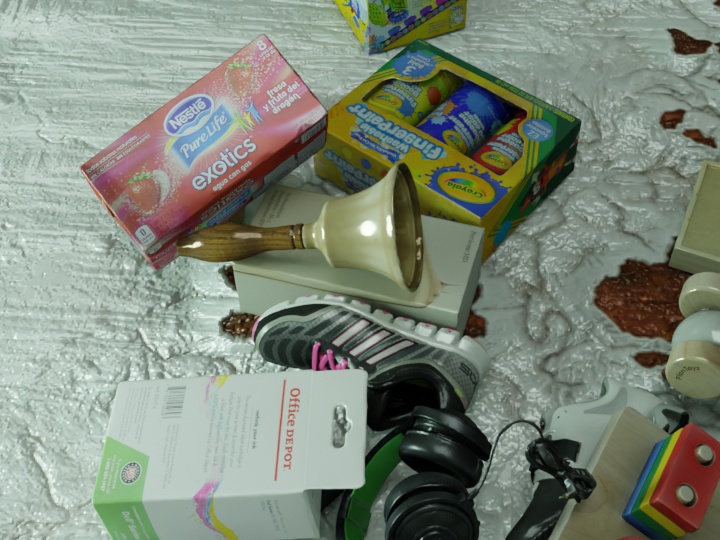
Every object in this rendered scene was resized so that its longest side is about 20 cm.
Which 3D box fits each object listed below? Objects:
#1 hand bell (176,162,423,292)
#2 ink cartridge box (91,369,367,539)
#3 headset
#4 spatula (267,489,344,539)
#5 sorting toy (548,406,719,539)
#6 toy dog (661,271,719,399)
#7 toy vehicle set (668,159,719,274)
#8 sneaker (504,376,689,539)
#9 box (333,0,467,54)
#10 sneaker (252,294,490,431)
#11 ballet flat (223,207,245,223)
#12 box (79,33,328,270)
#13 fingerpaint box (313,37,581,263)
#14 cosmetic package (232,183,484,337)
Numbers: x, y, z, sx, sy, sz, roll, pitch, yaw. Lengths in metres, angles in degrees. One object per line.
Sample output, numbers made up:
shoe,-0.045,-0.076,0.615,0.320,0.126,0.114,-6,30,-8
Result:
hand bell,-0.056,-0.026,0.943,0.199,0.104,0.104,-5,49,15
ink cartridge box,-0.090,0.142,0.873,0.199,0.067,0.117,-4,45,7
headset,0.066,0.160,0.823,0.094,0.200,0.124,36,46,-23
spatula,-0.061,0.205,0.868,0.056,0.021,0.200,31,57,26
sorting toy,0.231,0.216,0.774,0.200,0.070,0.199,37,57,0
toy dog,0.323,0.094,0.927,0.200,0.096,0.132,44,59,14
toy vehicle set,0.395,-0.026,1.048,0.199,0.027,0.124,19,53,16
sneaker,0.159,0.154,0.879,0.088,0.074,0.200,33,50,31
box,0.023,-0.381,1.244,0.122,0.193,0.200,-18,52,-14
sneaker,0.003,0.081,0.935,0.199,0.074,0.088,13,45,6
ballet flat,-0.146,-0.104,1.098,0.070,0.065,0.200,-5,51,-4
box,-0.133,-0.101,1.007,0.200,0.100,0.096,-38,84,-8
fingerpaint box,0.081,-0.119,1.101,0.200,0.073,0.167,33,58,25
cosmetic package,0.000,0.000,1.005,0.199,0.073,0.104,11,52,11
